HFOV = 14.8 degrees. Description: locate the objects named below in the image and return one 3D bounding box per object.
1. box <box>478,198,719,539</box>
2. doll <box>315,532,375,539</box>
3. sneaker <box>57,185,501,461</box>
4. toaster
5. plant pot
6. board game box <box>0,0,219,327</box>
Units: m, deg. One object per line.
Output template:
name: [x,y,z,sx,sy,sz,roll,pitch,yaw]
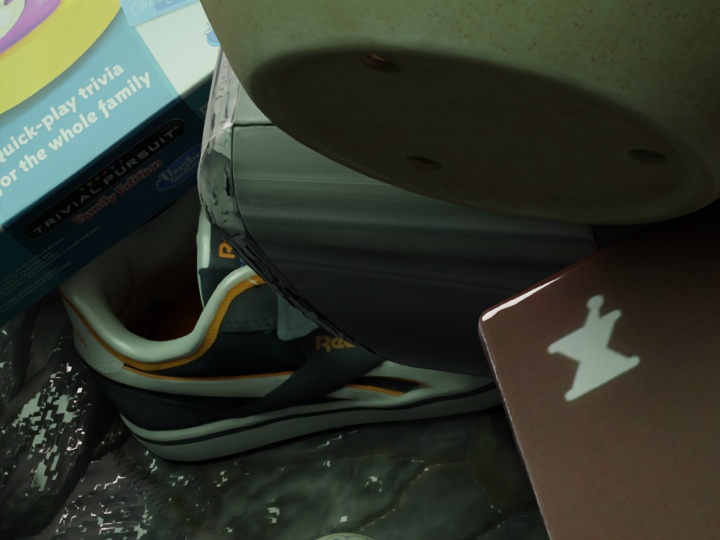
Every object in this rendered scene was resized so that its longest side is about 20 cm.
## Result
box: [0.152,0.082,0.558,0.165,0.200,0.165,-29,42,12]
doll: [0.002,0.128,0.708,0.136,0.049,0.200,1,22,-4]
sneaker: [0.000,0.000,0.837,0.199,0.079,0.079,-19,43,19]
toaster: [0.045,-0.032,0.725,0.129,0.200,0.114,4,73,25]
plant pot: [0.038,-0.087,0.536,0.200,0.200,0.135,2,72,37]
board game box: [-0.119,-0.095,0.864,0.151,0.047,0.200,-36,61,3]
